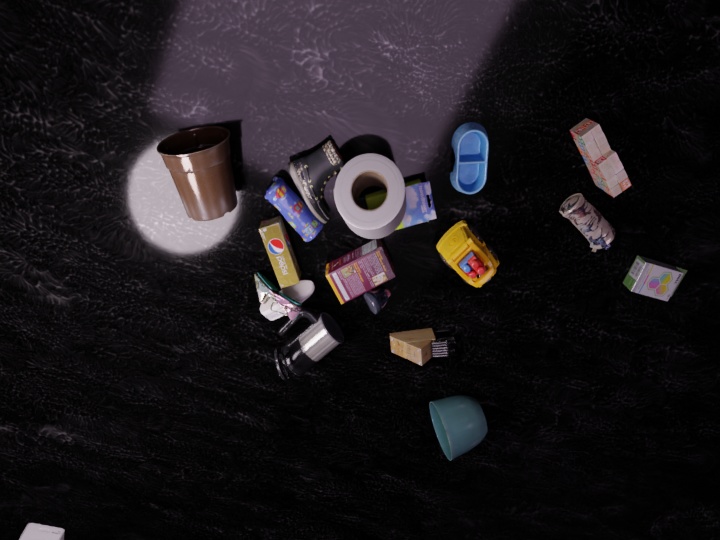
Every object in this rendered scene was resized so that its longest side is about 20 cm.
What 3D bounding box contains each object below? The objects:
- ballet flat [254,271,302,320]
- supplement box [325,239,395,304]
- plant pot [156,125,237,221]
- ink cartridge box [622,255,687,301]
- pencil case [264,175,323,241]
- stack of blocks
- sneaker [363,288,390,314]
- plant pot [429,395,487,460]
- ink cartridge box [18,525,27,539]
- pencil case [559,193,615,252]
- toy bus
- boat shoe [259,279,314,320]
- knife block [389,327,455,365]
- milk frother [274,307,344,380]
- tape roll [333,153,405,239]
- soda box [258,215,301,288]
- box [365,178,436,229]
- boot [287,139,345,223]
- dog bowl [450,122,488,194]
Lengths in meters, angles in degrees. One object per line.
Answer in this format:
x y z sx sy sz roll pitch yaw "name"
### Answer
-0.267 0.085 1.619 0.197 0.069 0.072 35 93 18 "ballet flat"
0.000 0.000 1.630 0.195 0.086 0.113 -26 113 9 "supplement box"
-0.430 -0.260 1.437 0.192 0.203 0.204 -6 123 0 "plant pot"
0.974 0.032 1.714 0.193 0.060 0.107 15 114 -10 "ink cartridge box"
-0.198 -0.178 1.542 0.200 0.086 0.079 47 64 -21 "pencil case"
0.684 -0.323 1.503 0.058 0.116 0.202 -32 112 12 "stack of blocks"
0.056 0.082 1.620 0.080 0.200 0.072 -30 93 -2 "sneaker"
0.350 0.535 1.846 0.155 0.201 0.207 -17 116 -8 "plant pot"
-1.263 1.114 2.078 0.139 0.085 0.206 14 113 -10 "ink cartridge box"
0.691 -0.148 1.604 0.198 0.078 0.091 38 88 -19 "pencil case"
0.343 -0.021 1.583 0.136 0.194 0.199 -43 112 15 "toy bus"
-0.225 0.101 1.679 0.196 0.073 0.069 -31 133 5 "boat shoe"
0.218 0.236 1.775 0.173 0.196 0.066 -30 124 -39 "knife block"
-0.171 0.244 1.668 0.187 0.202 0.180 -39 118 15 "milk frother"
0.031 -0.202 1.461 0.194 0.139 0.212 -1 83 6 "tape roll"
-0.242 -0.055 1.604 0.065 0.065 0.206 -15 115 5 "soda box"
0.120 -0.190 1.569 0.193 0.048 0.126 -15 115 5 "box"
-0.102 -0.253 1.515 0.150 0.074 0.207 -29 113 8 "boot"
0.319 -0.317 1.521 0.107 0.050 0.207 -3 116 -2 "dog bowl"
